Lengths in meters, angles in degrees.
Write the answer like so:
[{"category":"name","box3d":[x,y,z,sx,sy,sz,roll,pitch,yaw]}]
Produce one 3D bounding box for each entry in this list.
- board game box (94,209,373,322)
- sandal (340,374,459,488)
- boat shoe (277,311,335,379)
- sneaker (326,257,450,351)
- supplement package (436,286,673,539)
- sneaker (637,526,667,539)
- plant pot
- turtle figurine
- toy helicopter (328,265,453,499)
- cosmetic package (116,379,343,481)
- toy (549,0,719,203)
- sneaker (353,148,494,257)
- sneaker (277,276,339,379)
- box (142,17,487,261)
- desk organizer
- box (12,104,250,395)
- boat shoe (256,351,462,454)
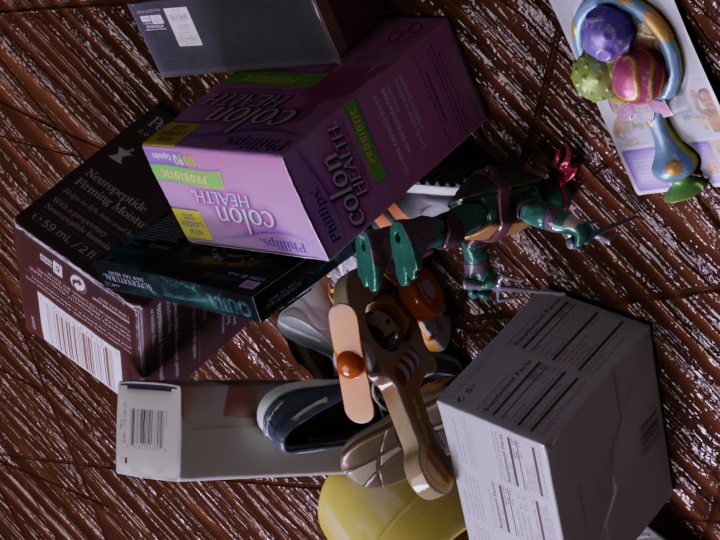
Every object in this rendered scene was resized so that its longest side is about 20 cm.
[{"category":"board game box","box3d":[-0.103,-0.016,1.626,0.199,0.135,0.028,12,128,45]},{"category":"sandal","box3d":[0.073,0.128,1.770,0.054,0.199,0.081,-105,-9,-57]},{"category":"boat shoe","box3d":[-0.055,0.030,1.898,0.075,0.075,0.203,29,144,42]},{"category":"sneaker","box3d":[0.000,0.000,1.767,0.077,0.078,0.201,-23,109,28]},{"category":"supplement package","box3d":[0.165,0.147,1.672,0.110,0.156,0.201,21,140,35]},{"category":"sneaker","box3d":[0.276,0.277,1.786,0.200,0.074,0.082,43,179,-2]},{"category":"plant pot","box3d":[0.062,0.255,1.905,0.189,0.200,0.202,38,152,45]},{"category":"turtle figurine","box3d":[0.103,-0.030,1.553,0.150,0.199,0.101,-49,56,60]},{"category":"toy helicopter","box3d":[0.027,0.092,1.659,0.079,0.132,0.201,-27,75,29]},{"category":"cosmetic package","box3d":[-0.115,0.144,1.848,0.103,0.199,0.088,-1,87,47]},{"category":"toy","box3d":[0.189,-0.134,1.430,0.115,0.047,0.201,-4,122,51]},{"category":"sneaker","box3d":[0.031,-0.046,1.659,0.199,0.070,0.091,1,117,24]},{"category":"sneaker","box3d":[-0.001,0.059,1.860,0.070,0.081,0.200,8,156,33]},{"category":"box","box3d":[-0.036,-0.109,1.590,0.175,0.200,0.097,8,133,47]},{"category":"desk organizer","box3d":[-0.083,-0.210,1.625,0.199,0.077,0.072,0,125,40]},{"category":"box","box3d":[-0.198,-0.011,1.902,0.165,0.200,0.165,32,146,22]},{"category":"boat shoe","box3d":[0.009,0.121,1.802,0.062,0.199,0.075,-131,40,-53]}]
